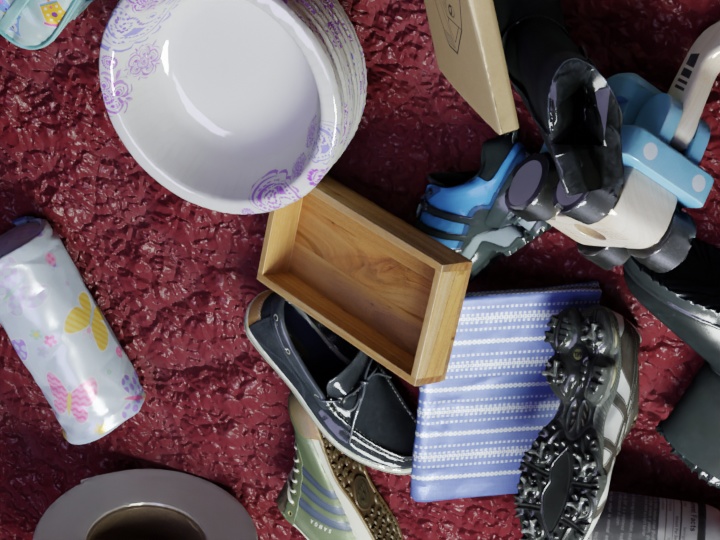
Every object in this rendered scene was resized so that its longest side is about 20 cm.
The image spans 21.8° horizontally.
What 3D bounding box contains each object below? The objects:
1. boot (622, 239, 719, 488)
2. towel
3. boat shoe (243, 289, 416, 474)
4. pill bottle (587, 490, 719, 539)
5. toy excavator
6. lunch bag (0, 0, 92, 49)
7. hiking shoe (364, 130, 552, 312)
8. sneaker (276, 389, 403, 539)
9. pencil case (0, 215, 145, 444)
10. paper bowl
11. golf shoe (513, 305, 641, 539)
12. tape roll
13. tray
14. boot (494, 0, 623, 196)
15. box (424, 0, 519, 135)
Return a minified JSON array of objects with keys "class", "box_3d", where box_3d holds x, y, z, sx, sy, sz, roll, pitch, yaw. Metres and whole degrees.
[{"class":"boot","box_3d":[0.267,0.076,1.416,0.197,0.073,0.163,27,133,11]},{"class":"towel","box_3d":[0.113,0.098,1.485,0.143,0.024,0.201,-4,122,-13]},{"class":"boat shoe","box_3d":[-0.013,0.091,1.544,0.200,0.075,0.062,47,146,-7]},{"class":"pill bottle","box_3d":[0.230,0.238,1.488,0.198,0.117,0.117,8,123,7]},{"class":"toy excavator","box_3d":[0.214,-0.109,1.308,0.099,0.201,0.194,28,170,-27]},{"class":"lunch bag","box_3d":[-0.246,-0.277,1.437,0.160,0.077,0.200,43,127,-4]},{"class":"hiking shoe","box_3d":[0.071,-0.033,1.449,0.199,0.074,0.087,-35,86,30]},{"class":"sneaker","box_3d":[-0.039,0.188,1.624,0.089,0.067,0.201,-13,116,25]},{"class":"pencil case","box_3d":[-0.269,0.055,1.645,0.090,0.083,0.201,-19,110,31]},{"class":"paper bowl","box_3d":[-0.090,-0.152,1.421,0.199,0.104,0.202,12,122,19]},{"class":"golf shoe","box_3d":[0.179,0.129,1.433,0.077,0.094,0.202,17,97,39]},{"class":"tape roll","box_3d":[-0.193,0.295,1.680,0.201,0.203,0.140,15,124,17]},{"class":"tray","box_3d":[0.000,0.000,1.445,0.199,0.037,0.099,32,118,41]},{"class":"boot","box_3d":[0.118,-0.157,1.257,0.065,0.200,0.166,-24,114,9]},{"class":"box","box_3d":[0.061,-0.212,1.290,0.021,0.164,0.201,-16,115,-5]}]
